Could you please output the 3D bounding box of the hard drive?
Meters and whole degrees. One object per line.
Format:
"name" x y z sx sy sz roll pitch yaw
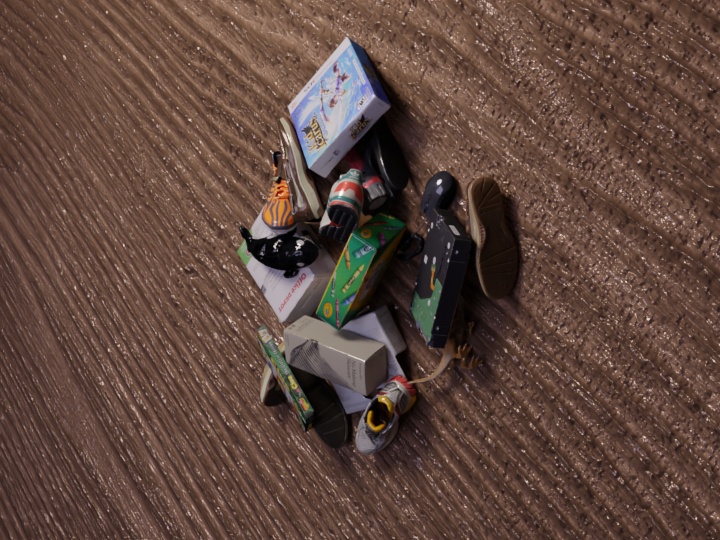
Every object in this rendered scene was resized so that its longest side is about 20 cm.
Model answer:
"hard drive" 0.135 0.013 1.580 0.140 0.037 0.202 -114 34 -64

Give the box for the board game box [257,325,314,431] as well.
"board game box" -0.147 0.213 1.821 0.201 0.023 0.105 57 161 22

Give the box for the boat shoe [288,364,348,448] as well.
"boat shoe" -0.081 0.259 1.869 0.068 0.071 0.201 168 77 -86

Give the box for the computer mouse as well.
"computer mouse" 0.108 -0.093 1.644 0.059 0.034 0.201 48 127 29

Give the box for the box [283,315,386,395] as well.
"box" -0.048 0.157 1.741 0.199 0.068 0.083 17 123 35

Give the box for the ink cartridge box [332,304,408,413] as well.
"ink cartridge box" 0.010 0.173 1.777 0.199 0.043 0.175 -22 97 45

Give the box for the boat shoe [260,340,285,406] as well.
"boat shoe" -0.171 0.194 1.949 0.201 0.071 0.076 -59 40 31

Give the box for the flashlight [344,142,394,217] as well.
"flashlight" -0.012 -0.193 1.713 0.068 0.068 0.201 -34 66 4

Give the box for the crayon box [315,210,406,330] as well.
"crayon box" 0.000 0.000 1.688 0.058 0.119 0.201 34 127 12

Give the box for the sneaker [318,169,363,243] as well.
"sneaker" -0.025 -0.115 1.656 0.200 0.070 0.094 114 175 -74

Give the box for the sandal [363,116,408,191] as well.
"sandal" 0.033 -0.220 1.677 0.048 0.075 0.202 -38 60 34

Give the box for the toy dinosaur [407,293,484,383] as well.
"toy dinosaur" 0.161 0.137 1.619 0.106 0.060 0.202 43 118 56

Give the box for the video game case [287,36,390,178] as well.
"video game case" -0.044 -0.297 1.683 0.181 0.045 0.201 -46 40 24

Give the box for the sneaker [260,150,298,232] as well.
"sneaker" -0.152 -0.164 1.793 0.201 0.077 0.113 -91 4 -53

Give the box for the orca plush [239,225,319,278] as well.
"orca plush" -0.174 -0.047 1.792 0.199 0.071 0.106 28 108 36

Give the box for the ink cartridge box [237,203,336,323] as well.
"ink cartridge box" -0.146 -0.016 1.876 0.201 0.084 0.146 55 128 24

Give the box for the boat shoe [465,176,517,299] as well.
"boat shoe" 0.207 -0.054 1.537 0.072 0.071 0.202 -170 67 -75

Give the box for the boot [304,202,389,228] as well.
"boot" -0.032 -0.096 1.757 0.199 0.075 0.074 5 95 42

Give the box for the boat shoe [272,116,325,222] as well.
"boat shoe" -0.131 -0.186 1.728 0.074 0.075 0.204 -21 77 3

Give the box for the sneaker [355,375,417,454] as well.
"sneaker" 0.030 0.277 1.726 0.078 0.082 0.201 39 132 18
